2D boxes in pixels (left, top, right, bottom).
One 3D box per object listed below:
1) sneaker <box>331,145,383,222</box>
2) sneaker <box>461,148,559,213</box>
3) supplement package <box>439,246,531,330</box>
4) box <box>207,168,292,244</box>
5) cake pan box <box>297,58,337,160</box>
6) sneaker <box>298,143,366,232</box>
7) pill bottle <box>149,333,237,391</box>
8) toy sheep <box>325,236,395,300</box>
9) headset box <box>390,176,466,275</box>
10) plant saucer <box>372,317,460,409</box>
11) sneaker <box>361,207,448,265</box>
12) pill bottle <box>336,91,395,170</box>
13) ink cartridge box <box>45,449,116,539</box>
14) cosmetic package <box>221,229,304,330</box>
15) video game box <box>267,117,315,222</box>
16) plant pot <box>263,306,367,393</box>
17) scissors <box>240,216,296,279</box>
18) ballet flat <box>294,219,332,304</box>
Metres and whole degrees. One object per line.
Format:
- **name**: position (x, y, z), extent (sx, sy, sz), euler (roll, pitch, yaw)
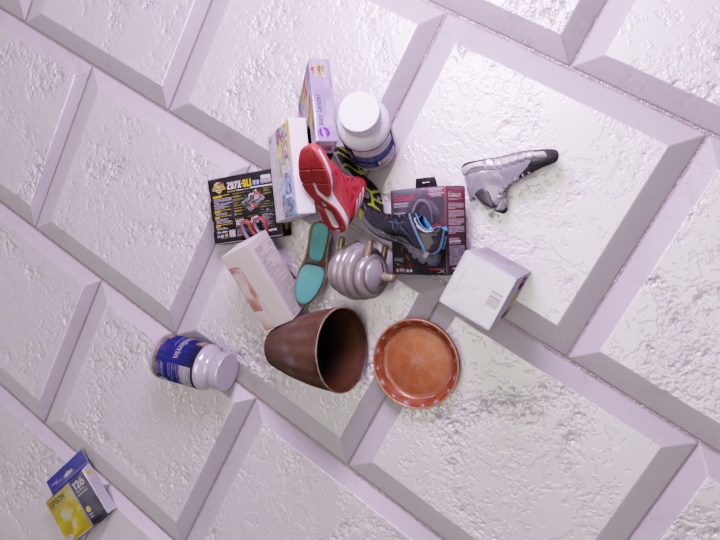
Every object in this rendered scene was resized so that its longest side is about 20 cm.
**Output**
- **sneaker**: position (-0.016, -0.178, 1.390), extent (0.076, 0.075, 0.201), euler (-37, 73, 36)
- **sneaker**: position (0.306, -0.177, 1.255), extent (0.199, 0.075, 0.117), euler (-6, 97, 33)
- **supplement package**: position (0.250, 0.029, 1.218), extent (0.109, 0.200, 0.114), euler (31, 106, 18)
- **box**: position (-0.269, -0.152, 1.500), extent (0.198, 0.049, 0.161), euler (-7, 89, 23)
- **cake pan box**: position (-0.093, -0.312, 1.325), extent (0.052, 0.184, 0.202), euler (-3, 75, -12)
- **sneaker**: position (-0.055, -0.190, 1.283), extent (0.078, 0.116, 0.201), euler (8, 132, 32)
- **pill bottle**: position (-0.415, 0.233, 1.554), extent (0.198, 0.116, 0.117), euler (10, 98, 20)
- **toy sheep**: position (0.000, 0.000, 1.356), extent (0.199, 0.137, 0.139), euler (10, 99, 50)
- **headset box**: position (0.141, -0.093, 1.298), extent (0.148, 0.075, 0.202), euler (2, 95, 43)
- **plant saucer**: position (0.124, 0.205, 1.375), extent (0.198, 0.032, 0.202), euler (2, 95, 21)
- **sneaker**: position (0.091, -0.088, 1.252), extent (0.199, 0.073, 0.082), euler (31, 112, 26)
- **pill bottle**: position (0.011, -0.289, 1.281), extent (0.110, 0.200, 0.112), euler (-1, 81, 8)
- **ink cartridge box**: position (-0.822, 0.655, 1.793), extent (0.197, 0.047, 0.201), euler (-41, 81, 21)
- **cosmetic package**: position (-0.220, 0.023, 1.433), extent (0.087, 0.103, 0.201), euler (-23, 103, 25)
- **video game box**: position (-0.154, -0.214, 1.360), extent (0.046, 0.182, 0.202), euler (-6, 91, -20)
- **plant pot**: position (-0.116, 0.176, 1.408), extent (0.199, 0.186, 0.189), euler (-3, 93, 36)
- **scissors**: position (-0.212, -0.039, 1.470), extent (0.073, 0.014, 0.201), euler (-23, 105, 25)
- **ballet flat**: position (-0.102, -0.019, 1.433), extent (0.070, 0.065, 0.202), euler (19, 102, 4)
